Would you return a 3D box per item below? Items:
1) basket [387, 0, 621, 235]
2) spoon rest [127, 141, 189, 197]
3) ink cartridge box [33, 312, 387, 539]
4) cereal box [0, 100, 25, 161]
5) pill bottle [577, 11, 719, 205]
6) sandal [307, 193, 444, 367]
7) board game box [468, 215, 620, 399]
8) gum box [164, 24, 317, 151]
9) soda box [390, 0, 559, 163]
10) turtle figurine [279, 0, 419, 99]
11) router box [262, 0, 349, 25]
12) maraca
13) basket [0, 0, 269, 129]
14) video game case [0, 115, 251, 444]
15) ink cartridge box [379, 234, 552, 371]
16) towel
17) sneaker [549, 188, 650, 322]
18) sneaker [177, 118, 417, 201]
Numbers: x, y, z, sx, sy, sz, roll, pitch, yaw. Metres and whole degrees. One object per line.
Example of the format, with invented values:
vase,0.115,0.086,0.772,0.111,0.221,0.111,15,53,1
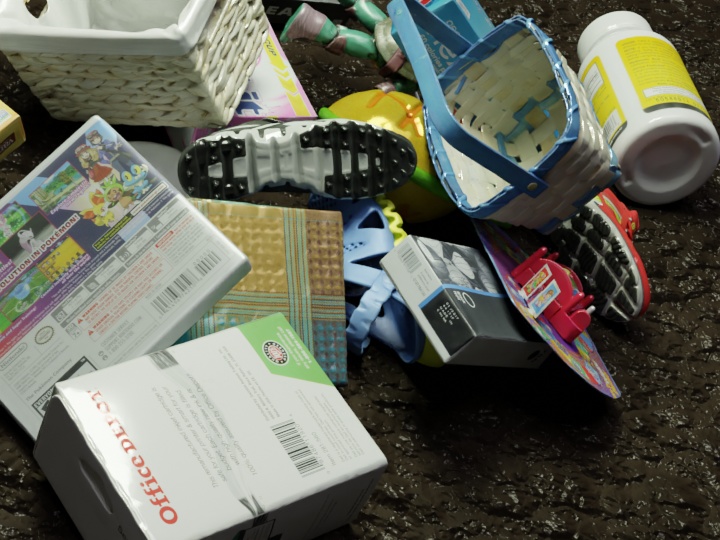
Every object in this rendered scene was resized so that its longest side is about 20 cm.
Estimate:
basket,0.109,-0.126,1.375,0.200,0.139,0.177,35,28,-40
spoon rest,-0.155,-0.043,1.381,0.098,0.061,0.201,-3,45,-28
ink cartridge box,-0.105,0.129,1.173,0.199,0.085,0.147,-16,58,-37
cereal box,-0.386,-0.125,1.346,0.199,0.040,0.144,37,66,18
pill bottle,0.278,-0.169,1.688,0.110,0.112,0.201,7,41,-18
sandal,0.000,0.000,1.392,0.086,0.080,0.201,-9,46,-27
board game box,0.165,0.016,1.400,0.158,0.039,0.201,40,18,-34
gum box,-0.129,-0.177,1.544,0.112,0.067,0.201,-3,44,-26
soda box,0.108,-0.161,1.507,0.201,0.067,0.064,53,24,-25
turtle figurine,0.029,-0.197,1.588,0.199,0.101,0.150,37,40,-10
router box,-0.107,-0.331,1.698,0.198,0.052,0.159,2,69,-23
maraca,0.048,-0.090,1.497,0.199,0.108,0.137,28,11,-23
basket,-0.190,-0.207,1.432,0.198,0.124,0.136,6,57,24
video game case,-0.209,0.007,1.241,0.200,0.023,0.182,-43,65,-10
ink cartridge box,0.097,0.028,1.349,0.100,0.039,0.199,56,20,20
towel,-0.106,0.017,1.307,0.198,0.022,0.148,4,75,-20
sneaker,0.223,-0.035,1.538,0.084,0.077,0.201,4,42,-29
sneaker,-0.054,-0.097,1.405,0.198,0.067,0.091,-4,16,-7
